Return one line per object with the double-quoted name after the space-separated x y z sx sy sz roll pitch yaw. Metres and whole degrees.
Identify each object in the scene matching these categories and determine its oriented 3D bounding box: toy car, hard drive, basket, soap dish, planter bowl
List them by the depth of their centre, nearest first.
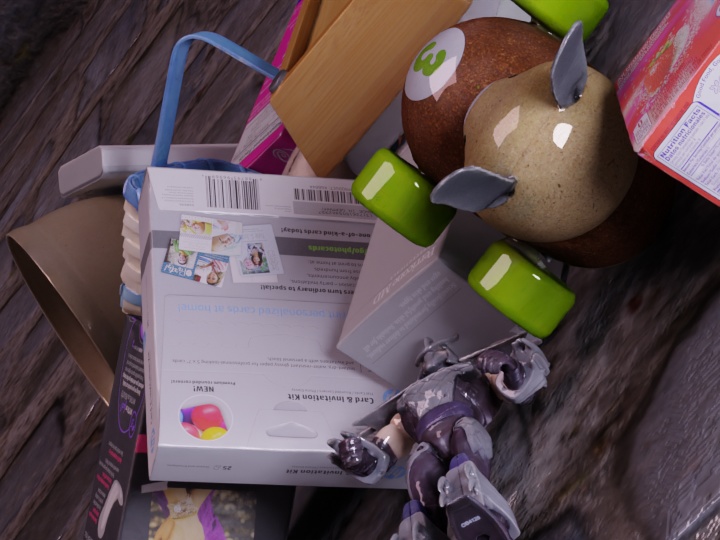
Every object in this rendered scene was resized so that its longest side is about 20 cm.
0.080 -0.070 1.380 0.164 0.158 0.200 -53 -11 5 "toy car"
0.020 -0.167 1.721 0.157 0.081 0.200 -48 14 30 "soap dish"
-0.075 -0.044 1.875 0.139 0.176 0.200 -24 -42 -54 "basket"
-0.159 0.021 2.091 0.135 0.200 0.200 -33 10 -12 "planter bowl"
-0.118 -0.077 2.113 0.132 0.200 0.027 164 104 -69 "hard drive"

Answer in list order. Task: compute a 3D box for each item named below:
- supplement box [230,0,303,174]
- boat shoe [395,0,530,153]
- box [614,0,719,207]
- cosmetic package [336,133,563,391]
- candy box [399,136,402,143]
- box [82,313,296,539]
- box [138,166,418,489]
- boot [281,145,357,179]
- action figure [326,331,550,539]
-0.012 -0.125 2.017 0.103 0.101 0.200 -38 26 52 "supplement box"
0.076 -0.102 1.751 0.068 0.075 0.200 -93 26 -63 "boat shoe"
0.215 -0.122 1.259 0.200 0.100 0.095 -54 15 19 "box"
0.065 -0.025 1.596 0.107 0.090 0.200 -43 18 39 "cosmetic package"
0.052 -0.172 1.869 0.117 0.056 0.200 50 116 27 "candy box"
-0.103 0.136 1.680 0.122 0.106 0.200 -162 83 -75 "box"
-0.048 0.032 1.606 0.041 0.156 0.200 107 161 -50 "box"
0.000 0.000 1.730 0.146 0.070 0.200 21 100 60 "boot"
0.046 0.092 1.441 0.130 0.069 0.200 -39 27 21 "action figure"
